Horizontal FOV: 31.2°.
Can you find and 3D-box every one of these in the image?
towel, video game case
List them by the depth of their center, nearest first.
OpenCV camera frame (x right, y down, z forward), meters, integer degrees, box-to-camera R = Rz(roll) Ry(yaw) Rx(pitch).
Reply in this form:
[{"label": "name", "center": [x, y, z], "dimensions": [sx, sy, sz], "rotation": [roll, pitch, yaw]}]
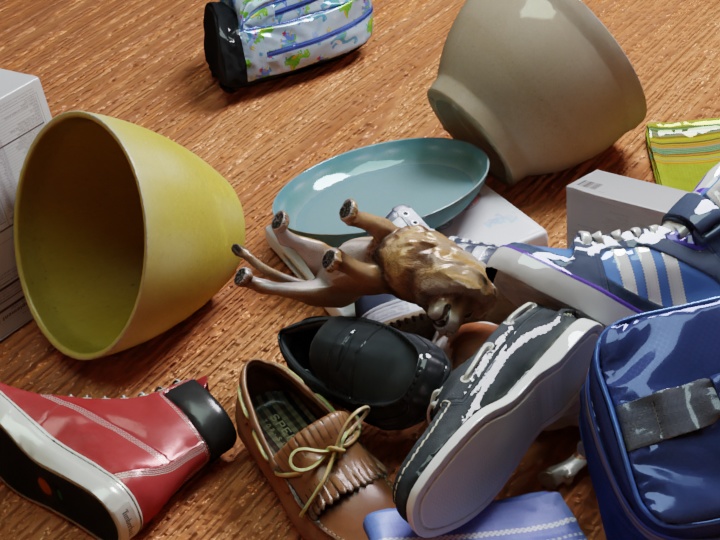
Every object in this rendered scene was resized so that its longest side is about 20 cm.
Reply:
[{"label": "towel", "center": [0.097, 0.194, 0.733], "dimensions": [0.143, 0.024, 0.200], "rotation": [0, 27, -23]}, {"label": "video game case", "center": [0.037, -0.029, 1.151], "dimensions": [0.198, 0.024, 0.182], "rotation": [-22, 33, -16]}, {"label": "towel", "center": [0.308, -0.085, 1.157], "dimensions": [0.085, 0.018, 0.201], "rotation": [-7, 32, 9]}]

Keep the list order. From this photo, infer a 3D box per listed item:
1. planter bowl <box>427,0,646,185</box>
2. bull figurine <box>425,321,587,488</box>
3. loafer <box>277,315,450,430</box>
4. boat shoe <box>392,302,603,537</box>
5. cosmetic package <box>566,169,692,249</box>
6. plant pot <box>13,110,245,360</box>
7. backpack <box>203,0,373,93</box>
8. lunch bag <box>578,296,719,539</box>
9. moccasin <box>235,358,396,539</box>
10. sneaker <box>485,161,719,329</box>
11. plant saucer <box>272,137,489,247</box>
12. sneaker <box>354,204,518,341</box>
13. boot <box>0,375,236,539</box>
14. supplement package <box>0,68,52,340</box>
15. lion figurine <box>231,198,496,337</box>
[{"label": "planter bowl", "center": [0.148, -0.166, 1.197], "dimensions": [0.135, 0.201, 0.200], "rotation": [-44, 38, -6]}, {"label": "bull figurine", "center": [0.111, 0.084, 0.910], "dimensions": [0.198, 0.066, 0.122], "rotation": [6, 39, 29]}, {"label": "loafer", "center": [-0.004, 0.067, 0.908], "dimensions": [0.069, 0.070, 0.200], "rotation": [-65, 23, -9]}, {"label": "boat shoe", "center": [0.078, 0.089, 0.813], "dimensions": [0.060, 0.076, 0.199], "rotation": [24, 42, 33]}, {"label": "cosmetic package", "center": [0.253, -0.014, 0.998], "dimensions": [0.199, 0.083, 0.050], "rotation": [20, 33, 39]}, {"label": "plant pot", "center": [-0.183, -0.032, 1.099], "dimensions": [0.141, 0.202, 0.199], "rotation": [-4, 19, -45]}, {"label": "backpack", "center": [-0.081, -0.298, 1.524], "dimensions": [0.198, 0.155, 0.163], "rotation": [-4, 23, -12]}, {"label": "lunch bag", "center": [0.232, 0.089, 0.753], "dimensions": [0.198, 0.133, 0.137], "rotation": [-14, 67, -1]}, {"label": "moccasin", "center": [-0.026, 0.125, 0.871], "dimensions": [0.073, 0.078, 0.202], "rotation": [-22, 38, -16]}, {"label": "sneaker", "center": [0.202, -0.017, 0.901], "dimensions": [0.198, 0.081, 0.148], "rotation": [24, 76, 6]}, {"label": "plant saucer", "center": [0.020, -0.067, 1.156], "dimensions": [0.198, 0.028, 0.201], "rotation": [-12, 26, 6]}, {"label": "sneaker", "center": [0.086, -0.005, 1.026], "dimensions": [0.198, 0.070, 0.109], "rotation": [-14, 52, 1]}, {"label": "boot", "center": [-0.193, 0.110, 0.965], "dimensions": [0.199, 0.073, 0.144], "rotation": [23, 45, 31]}, {"label": "supplement package", "center": [-0.360, -0.062, 1.163], "dimensions": [0.151, 0.202, 0.150], "rotation": [16, 41, 37]}, {"label": "lion figurine", "center": [0.000, 0.000, 0.957], "dimensions": [0.199, 0.122, 0.073], "rotation": [3, 74, 52]}]
